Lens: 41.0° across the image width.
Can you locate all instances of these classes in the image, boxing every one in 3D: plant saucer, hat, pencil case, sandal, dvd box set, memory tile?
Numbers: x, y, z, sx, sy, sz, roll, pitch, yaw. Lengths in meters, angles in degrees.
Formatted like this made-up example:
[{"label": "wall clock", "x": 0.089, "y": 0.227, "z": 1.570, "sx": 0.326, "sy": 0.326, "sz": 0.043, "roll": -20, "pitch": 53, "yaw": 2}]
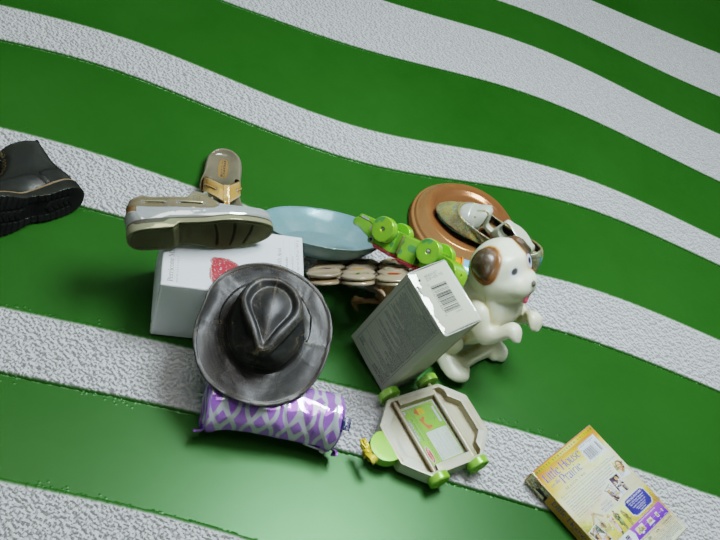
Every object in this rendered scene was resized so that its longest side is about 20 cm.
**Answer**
[{"label": "plant saucer", "x": 0.181, "y": -0.080, "z": 1.659, "sx": 0.199, "sy": 0.038, "sz": 0.201, "roll": 11, "pitch": 48, "yaw": -12}, {"label": "hat", "x": -0.119, "y": 0.071, "z": 1.244, "sx": 0.200, "sy": 0.081, "sz": 0.201, "roll": 6, "pitch": 67, "yaw": -14}, {"label": "plant saucer", "x": -0.059, "y": -0.051, "z": 1.503, "sx": 0.200, "sy": 0.039, "sz": 0.201, "roll": 10, "pitch": 19, "yaw": -3}, {"label": "pencil case", "x": -0.117, "y": 0.191, "z": 1.287, "sx": 0.199, "sy": 0.084, "sz": 0.086, "roll": 13, "pitch": 84, "yaw": -10}, {"label": "sandal", "x": -0.217, "y": -0.131, "z": 1.532, "sx": 0.080, "sy": 0.054, "sz": 0.200, "roll": 8, "pitch": 49, "yaw": -15}, {"label": "dvd box set", "x": 0.350, "y": 0.334, "z": 1.377, "sx": 0.146, "sy": 0.029, "sz": 0.200, "roll": -28, "pitch": 67, "yaw": -36}, {"label": "memory tile", "x": 0.000, "y": 0.000, "z": 1.432, "sx": 0.153, "sy": 0.017, "sz": 0.200, "roll": 1, "pitch": 9, "yaw": 3}]

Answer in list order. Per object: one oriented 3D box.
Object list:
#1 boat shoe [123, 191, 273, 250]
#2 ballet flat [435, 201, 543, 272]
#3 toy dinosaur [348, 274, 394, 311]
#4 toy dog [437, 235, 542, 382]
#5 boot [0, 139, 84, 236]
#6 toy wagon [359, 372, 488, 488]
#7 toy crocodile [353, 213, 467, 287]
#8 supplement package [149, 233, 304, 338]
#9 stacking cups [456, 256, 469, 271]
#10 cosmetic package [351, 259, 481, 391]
[{"label": "boat shoe", "x": -0.218, "y": -0.074, "z": 1.307, "sx": 0.199, "sy": 0.075, "sz": 0.069, "roll": -1, "pitch": 57, "yaw": -21}, {"label": "ballet flat", "x": 0.218, "y": -0.069, "z": 1.595, "sx": 0.200, "sy": 0.071, "sz": 0.071, "roll": 37, "pitch": 48, "yaw": 11}, {"label": "toy dinosaur", "x": 0.027, "y": 0.024, "z": 1.444, "sx": 0.200, "sy": 0.106, "sz": 0.061, "roll": 11, "pitch": 72, "yaw": -64}, {"label": "toy dog", "x": 0.190, "y": 0.036, "z": 1.443, "sx": 0.139, "sy": 0.200, "sz": 0.194, "roll": -10, "pitch": 56, "yaw": -38}, {"label": "boot", "x": -0.526, "y": -0.126, "z": 1.403, "sx": 0.200, "sy": 0.078, "sz": 0.138, "roll": -15, "pitch": 53, "yaw": -46}, {"label": "toy wagon", "x": 0.082, "y": 0.231, "z": 1.355, "sx": 0.199, "sy": 0.040, "sz": 0.155, "roll": -14, "pitch": 58, "yaw": -30}, {"label": "toy crocodile", "x": 0.072, "y": -0.030, "z": 1.411, "sx": 0.200, "sy": 0.062, "sz": 0.067, "roll": 28, "pitch": 6, "yaw": 27}, {"label": "supplement package", "x": -0.190, "y": 0.021, "z": 1.370, "sx": 0.199, "sy": 0.120, "sz": 0.122, "roll": 7, "pitch": 50, "yaw": -15}, {"label": "stacking cups", "x": 0.178, "y": 0.007, "z": 1.575, "sx": 0.199, "sy": 0.061, "sz": 0.061, "roll": 20, "pitch": 47, "yaw": 0}, {"label": "cosmetic package", "x": 0.074, "y": 0.082, "z": 1.358, "sx": 0.073, "sy": 0.200, "sz": 0.104, "roll": -20, "pitch": 73, "yaw": -33}]
